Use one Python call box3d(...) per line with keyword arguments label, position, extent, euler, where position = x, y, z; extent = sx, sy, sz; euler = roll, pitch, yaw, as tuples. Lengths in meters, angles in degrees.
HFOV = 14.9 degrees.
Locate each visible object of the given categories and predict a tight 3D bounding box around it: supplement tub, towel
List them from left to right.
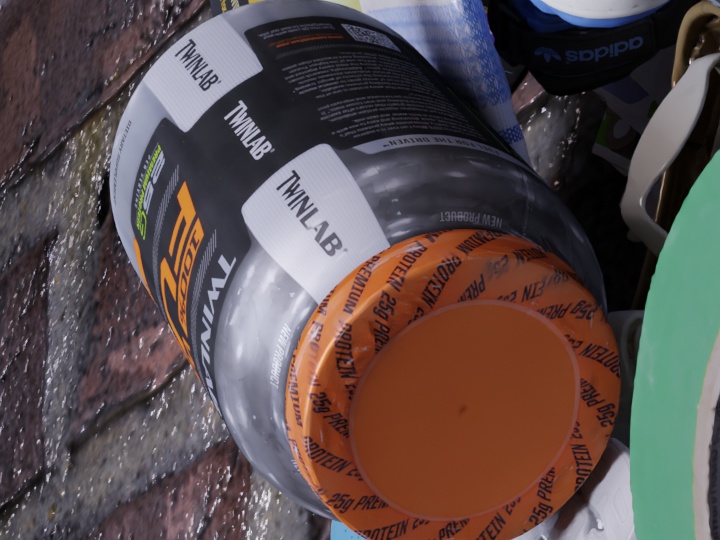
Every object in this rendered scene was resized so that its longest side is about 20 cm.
box3d(label="supplement tub", position=(0.000, 0.000, 0.855), extent=(0.123, 0.122, 0.200), euler=(-65, 25, 15))
box3d(label="towel", position=(0.037, -0.056, 0.972), extent=(0.147, 0.024, 0.200), euler=(-160, 50, -79))

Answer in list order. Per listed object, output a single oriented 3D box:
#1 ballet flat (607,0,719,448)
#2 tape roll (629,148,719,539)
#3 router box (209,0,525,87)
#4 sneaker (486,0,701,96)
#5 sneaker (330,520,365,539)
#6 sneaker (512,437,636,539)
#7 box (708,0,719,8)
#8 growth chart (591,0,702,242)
box3d(label="ballet flat", position=(0.101, 0.008, 0.866), extent=(0.069, 0.063, 0.200), euler=(-7, 63, 56))
box3d(label="tape roll", position=(0.125, 0.058, 0.529), extent=(0.200, 0.048, 0.201), euler=(33, 128, 55))
box3d(label="router box", position=(0.002, -0.116, 1.187), extent=(0.157, 0.052, 0.200), euler=(-54, 33, 33))
box3d(label="sneaker", position=(0.082, -0.099, 0.915), extent=(0.200, 0.077, 0.111), euler=(-96, -1, -60))
box3d(label="sneaker", position=(-0.011, 0.138, 0.981), extent=(0.080, 0.130, 0.200), euler=(-57, 31, 32))
box3d(label="sneaker", position=(0.100, 0.118, 0.777), extent=(0.077, 0.082, 0.200), euler=(-58, 28, 15))
box3d(label="box", position=(0.195, -0.034, 0.611), extent=(0.086, 0.164, 0.200), euler=(-58, 39, 11))
box3d(label="growth chart", position=(0.125, -0.080, 0.973), extent=(0.145, 0.018, 0.200), euler=(-62, 29, 21))
